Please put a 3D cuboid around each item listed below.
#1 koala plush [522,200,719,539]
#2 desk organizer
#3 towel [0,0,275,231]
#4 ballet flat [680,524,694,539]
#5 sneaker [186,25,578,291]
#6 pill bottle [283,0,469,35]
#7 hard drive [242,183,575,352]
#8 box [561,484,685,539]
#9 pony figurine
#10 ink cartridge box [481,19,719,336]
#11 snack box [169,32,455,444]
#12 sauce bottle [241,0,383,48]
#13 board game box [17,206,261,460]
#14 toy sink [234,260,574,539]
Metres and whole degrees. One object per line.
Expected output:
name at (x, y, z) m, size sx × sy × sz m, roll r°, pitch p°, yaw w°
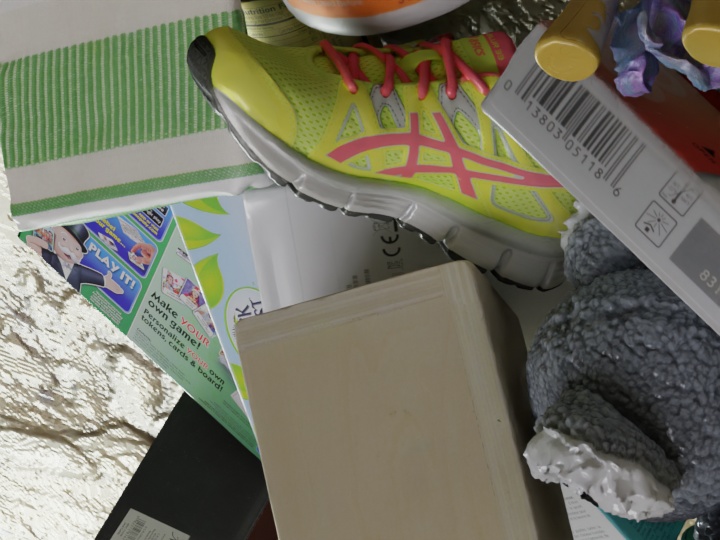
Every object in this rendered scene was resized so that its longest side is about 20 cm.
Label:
koala plush at (0.146, 0.068, 1.118) m, size 0.200 × 0.178 × 0.184 m, roll 40°, pitch 137°, yaw -25°
desk organizer at (-0.082, 0.131, 1.459) m, size 0.072 × 0.200 × 0.077 m, roll 22°, pitch 144°, yaw 12°
towel at (-0.109, -0.124, 1.192) m, size 0.152 × 0.023 × 0.201 m, roll -8°, pitch 91°, yaw 38°
ballet flat at (0.204, 0.169, 1.340) m, size 0.200 × 0.068 × 0.067 m, roll -160°, pitch 61°, yaw -77°
sneaker at (0.021, -0.067, 1.122) m, size 0.200 × 0.078 × 0.090 m, roll 21°, pitch 113°, yaw -31°
pill bottle at (-0.012, -0.204, 1.100) m, size 0.114 × 0.114 × 0.200 m, roll 4°, pitch 136°, yaw 32°
hard drive at (0.056, 0.002, 1.225) m, size 0.199 × 0.027 × 0.132 m, roll -7°, pitch 124°, yaw 3°
box at (0.076, 0.079, 1.412) m, size 0.082 × 0.049 × 0.200 m, roll -18°, pitch 121°, yaw 47°
pony figurine at (0.108, -0.161, 1.034) m, size 0.193 × 0.200 × 0.166 m, roll 28°, pitch 139°, yaw -22°
ink cartridge box at (0.159, -0.037, 1.097) m, size 0.162 × 0.200 × 0.050 m, roll 45°, pitch 119°, yaw 18°
snack box at (0.000, 0.000, 1.269) m, size 0.142 × 0.053 × 0.200 m, roll -13°, pitch 124°, yaw 8°
sauce bottle at (-0.037, -0.135, 1.240) m, size 0.065 × 0.065 × 0.200 m, roll 3°, pitch 133°, yaw 32°
board game box at (-0.081, 0.001, 1.399) m, size 0.200 × 0.029 × 0.135 m, roll 42°, pitch 137°, yaw 12°
toy sink at (0.027, 0.114, 1.144) m, size 0.112 × 0.201 × 0.130 m, roll -16°, pitch 166°, yaw 9°
